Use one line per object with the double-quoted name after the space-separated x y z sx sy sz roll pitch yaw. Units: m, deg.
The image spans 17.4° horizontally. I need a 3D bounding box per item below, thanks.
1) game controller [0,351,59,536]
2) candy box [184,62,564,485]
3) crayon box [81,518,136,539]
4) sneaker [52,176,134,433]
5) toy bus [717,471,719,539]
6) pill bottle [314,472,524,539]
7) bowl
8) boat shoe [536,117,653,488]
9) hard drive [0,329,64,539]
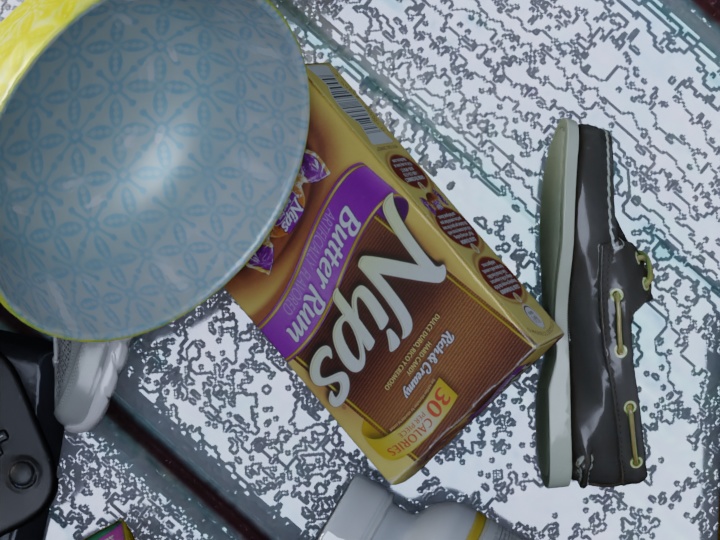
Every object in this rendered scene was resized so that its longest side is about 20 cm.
-0.263 0.119 1.256 0.199 0.042 0.105 -25 89 -1 "game controller"
0.000 0.000 1.263 0.117 0.056 0.200 -45 81 20 "candy box"
-0.171 0.259 1.264 0.199 0.058 0.173 -29 106 -1 "crayon box"
-0.163 -0.011 1.283 0.081 0.075 0.202 2 77 -12 "sneaker"
0.237 0.125 1.283 0.078 0.065 0.202 2 89 1 "toy bus"
0.063 0.194 1.259 0.199 0.112 0.112 31 89 1 "pill bottle"
-0.136 -0.076 1.197 0.108 0.200 0.201 36 89 41 "bowl"
0.130 0.018 1.287 0.060 0.072 0.203 1 96 -3 "boat shoe"
-0.241 0.126 1.298 0.134 0.042 0.202 13 89 1 "hard drive"
